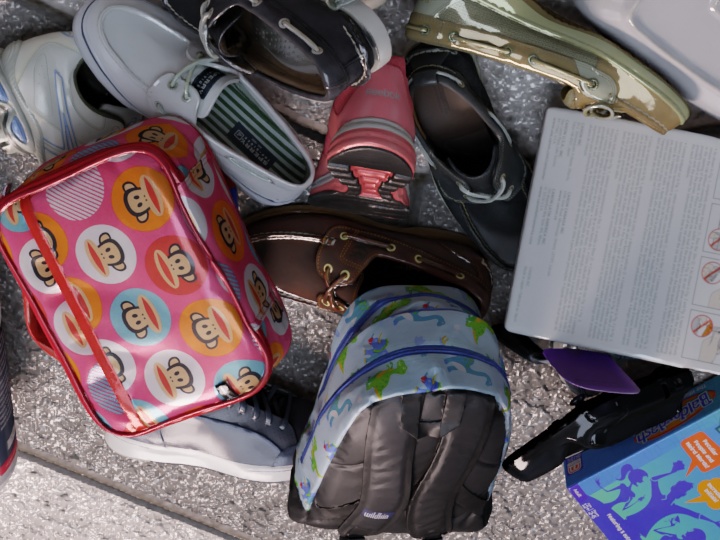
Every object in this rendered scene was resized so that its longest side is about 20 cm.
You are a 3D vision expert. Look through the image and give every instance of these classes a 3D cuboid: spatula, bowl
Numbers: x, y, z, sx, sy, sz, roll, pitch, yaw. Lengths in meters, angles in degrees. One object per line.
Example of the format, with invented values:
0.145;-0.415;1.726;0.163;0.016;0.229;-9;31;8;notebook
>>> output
0.136;0.060;1.380;0.056;0.200;0.021;6;95;-19;spatula
0.258;-0.195;1.270;0.199;0.075;0.200;33;117;-19;bowl

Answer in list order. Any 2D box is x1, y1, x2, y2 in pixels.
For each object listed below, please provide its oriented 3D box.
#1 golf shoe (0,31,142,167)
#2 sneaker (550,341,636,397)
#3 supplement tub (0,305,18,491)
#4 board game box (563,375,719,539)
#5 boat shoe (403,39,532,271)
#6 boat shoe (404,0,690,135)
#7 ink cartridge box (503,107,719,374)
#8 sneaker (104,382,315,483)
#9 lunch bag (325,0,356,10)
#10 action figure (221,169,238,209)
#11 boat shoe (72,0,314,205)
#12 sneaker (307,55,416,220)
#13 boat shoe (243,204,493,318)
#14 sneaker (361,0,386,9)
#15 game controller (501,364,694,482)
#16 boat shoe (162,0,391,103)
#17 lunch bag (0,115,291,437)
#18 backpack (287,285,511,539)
-0.190;-0.079;1.362;0.096;0.079;0.201;-21;121;8;golf shoe
0.210;0.026;1.393;0.077;0.086;0.201;-9;136;-42;sneaker
-0.333;0.075;1.425;0.139;0.141;0.202;1;123;1;supplement tub
0.285;0.165;1.522;0.199;0.045;0.152;-31;117;19;board game box
0.080;-0.073;1.361;0.071;0.068;0.201;-20;122;12;boat shoe
0.128;-0.139;1.295;0.199;0.073;0.064;29;93;-8;boat shoe
0.211;-0.017;1.335;0.198;0.047;0.162;12;91;10;ink cartridge box
-0.097;0.083;1.461;0.200;0.077;0.147;5;125;-1;sneaker
0.038;-0.278;1.160;0.198;0.165;0.118;-21;163;6;lunch bag
-0.106;0.001;1.379;0.065;0.052;0.202;-8;105;-25;action figure
-0.106;-0.124;1.311;0.199;0.067;0.074;37;73;-15;boat shoe
0.010;-0.091;1.317;0.073;0.088;0.200;10;167;-5;sneaker
0.000;0.000;1.409;0.198;0.071;0.071;4;124;1;boat shoe
0.008;-0.224;1.260;0.199;0.077;0.085;-29;113;19;sneaker
0.178;0.111;1.418;0.104;0.199;0.042;-28;80;28;game controller
-0.070;-0.159;1.250;0.199;0.060;0.074;27;145;34;boat shoe
-0.158;0.009;1.311;0.175;0.082;0.201;-20;107;23;lunch bag
0.035;0.104;1.378;0.161;0.155;0.200;3;158;-5;backpack
